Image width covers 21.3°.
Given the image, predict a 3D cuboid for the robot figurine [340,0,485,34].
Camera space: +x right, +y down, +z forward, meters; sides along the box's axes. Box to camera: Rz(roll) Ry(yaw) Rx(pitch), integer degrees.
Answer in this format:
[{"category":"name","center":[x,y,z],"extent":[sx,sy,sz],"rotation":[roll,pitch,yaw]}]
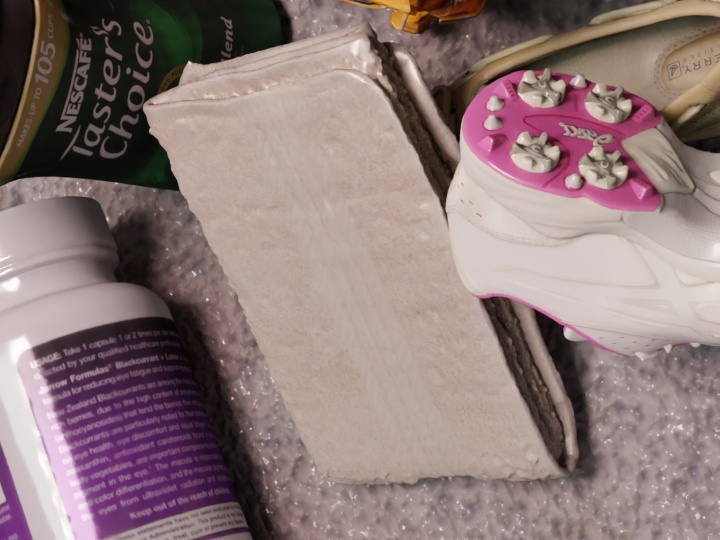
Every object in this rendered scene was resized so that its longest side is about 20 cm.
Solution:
[{"category":"robot figurine","center":[-0.006,-0.125,0.701],"extent":[0.145,0.200,0.058],"rotation":[18,97,1]}]

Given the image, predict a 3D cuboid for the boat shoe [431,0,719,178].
[{"category":"boat shoe","center":[0.075,-0.059,0.742],"extent":[0.201,0.063,0.073],"rotation":[-18,82,35]}]

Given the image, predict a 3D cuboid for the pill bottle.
[{"category":"pill bottle","center":[-0.125,0.074,0.863],"extent":[0.111,0.111,0.200],"rotation":[-28,77,33]}]

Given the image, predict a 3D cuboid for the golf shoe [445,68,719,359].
[{"category":"golf shoe","center":[0.125,-0.003,0.688],"extent":[0.200,0.075,0.092],"rotation":[22,135,4]}]

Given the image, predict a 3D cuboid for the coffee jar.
[{"category":"coffee jar","center":[-0.125,-0.085,0.800],"extent":[0.085,0.200,0.104],"rotation":[30,110,31]}]

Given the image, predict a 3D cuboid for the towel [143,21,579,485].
[{"category":"towel","center":[0.000,0.000,0.773],"extent":[0.132,0.034,0.200],"rotation":[-7,115,41]}]
